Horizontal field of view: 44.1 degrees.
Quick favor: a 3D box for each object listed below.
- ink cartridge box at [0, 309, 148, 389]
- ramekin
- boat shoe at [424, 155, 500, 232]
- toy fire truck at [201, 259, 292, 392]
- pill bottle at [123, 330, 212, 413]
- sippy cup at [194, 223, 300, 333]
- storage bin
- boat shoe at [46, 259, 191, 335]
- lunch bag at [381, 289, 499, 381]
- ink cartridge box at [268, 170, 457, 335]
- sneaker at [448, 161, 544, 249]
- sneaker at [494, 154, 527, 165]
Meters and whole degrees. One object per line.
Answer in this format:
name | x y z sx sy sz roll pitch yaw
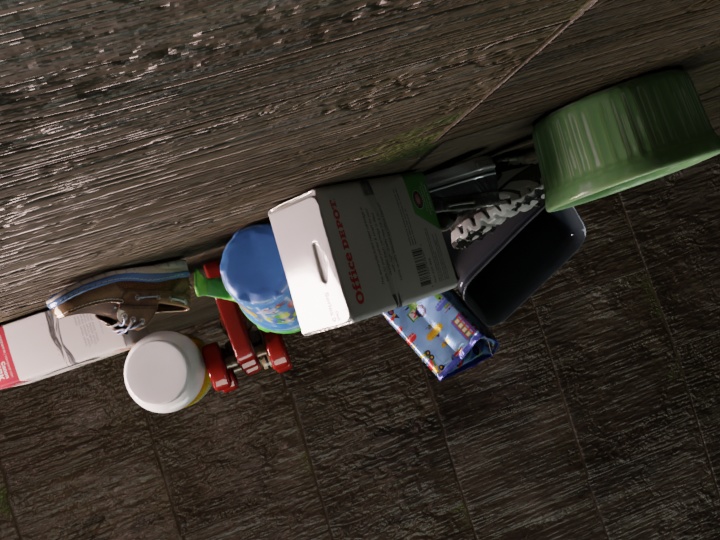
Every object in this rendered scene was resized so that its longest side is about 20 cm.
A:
ink cartridge box | -0.413 0.096 1.251 0.198 0.084 0.147 -18 178 0
ramekin | 0.286 -0.143 0.982 0.198 0.099 0.200 -18 177 -1
boat shoe | 0.092 -0.083 1.122 0.072 0.072 0.199 -10 175 -38
toy fire truck | -0.177 0.078 1.283 0.111 0.170 0.200 -19 172 -5
pill bottle | -0.271 0.142 1.259 0.112 0.114 0.200 -18 176 -4
sippy cup | -0.107 0.003 1.084 0.178 0.140 0.130 -43 165 2
storage bin | 0.205 -0.041 1.286 0.200 0.134 0.146 -43 136 3
boat shoe | -0.278 0.037 1.069 0.072 0.073 0.199 -21 177 42
lunch bag | 0.130 0.066 1.310 0.094 0.151 0.199 -48 161 17
ink cartridge box | 0.006 -0.023 1.007 0.084 0.148 0.199 -18 177 41
sneaker | 0.183 -0.110 1.130 0.199 0.091 0.066 -32 164 28
sneaker | 0.142 -0.094 1.220 0.198 0.081 0.077 -19 177 23
